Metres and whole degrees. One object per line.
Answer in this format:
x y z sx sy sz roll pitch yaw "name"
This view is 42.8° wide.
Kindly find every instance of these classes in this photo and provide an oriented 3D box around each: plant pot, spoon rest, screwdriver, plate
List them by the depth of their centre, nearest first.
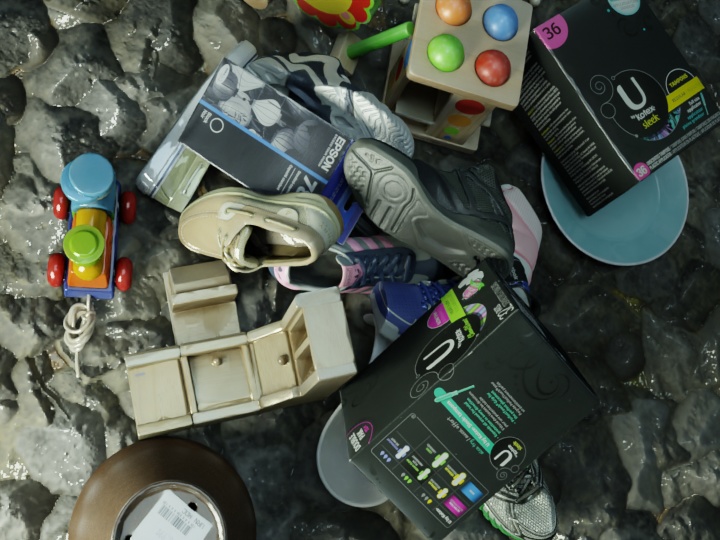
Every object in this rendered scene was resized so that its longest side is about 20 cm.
-0.172 0.236 0.814 0.183 0.200 0.191 3 75 -13 "plant pot"
0.010 0.142 0.957 0.097 0.061 0.204 12 73 -10 "spoon rest"
-0.046 -0.083 1.014 0.199 0.028 0.029 37 42 -6 "screwdriver"
0.305 -0.102 1.111 0.196 0.026 0.205 3 75 -12 "plate"

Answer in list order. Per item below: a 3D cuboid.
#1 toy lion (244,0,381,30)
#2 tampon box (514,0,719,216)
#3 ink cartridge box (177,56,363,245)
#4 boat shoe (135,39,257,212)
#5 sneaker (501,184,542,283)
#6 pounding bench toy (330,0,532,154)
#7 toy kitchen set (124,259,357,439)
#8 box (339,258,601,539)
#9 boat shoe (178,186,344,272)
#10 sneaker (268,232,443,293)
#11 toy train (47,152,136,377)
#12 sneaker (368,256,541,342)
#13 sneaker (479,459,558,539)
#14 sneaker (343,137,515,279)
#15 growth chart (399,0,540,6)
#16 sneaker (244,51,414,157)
-0.067 -0.346 0.981 0.189 0.201 0.069 20 65 32 "toy lion"
0.280 -0.197 1.049 0.149 0.126 0.202 -32 85 -20 "tampon box"
-0.077 -0.119 0.926 0.198 0.039 0.101 31 95 2 "ink cartridge box"
-0.165 -0.155 0.992 0.062 0.072 0.202 36 80 -16 "boat shoe"
0.116 -0.063 1.033 0.198 0.076 0.105 30 56 3 "sneaker"
0.070 -0.239 1.017 0.196 0.156 0.127 14 73 -10 "pounding bench toy"
-0.129 0.052 0.882 0.196 0.181 0.167 -10 77 -15 "toy kitchen set"
0.093 0.117 0.853 0.200 0.149 0.124 -43 105 9 "box"
-0.112 -0.035 0.906 0.065 0.196 0.073 -55 135 -42 "boat shoe"
0.000 0.000 0.970 0.195 0.082 0.072 0 107 -11 "sneaker"
-0.266 -0.006 0.895 0.083 0.116 0.205 3 75 -12 "toy train"
0.112 0.028 0.960 0.196 0.116 0.081 15 35 -28 "sneaker"
0.147 0.195 0.965 0.077 0.085 0.202 -28 85 -18 "sneaker"
0.074 -0.078 0.929 0.197 0.077 0.115 31 38 -7 "sneaker"
0.125 -0.383 1.141 0.196 0.018 0.148 -5 78 -15 "growth chart"
-0.021 -0.182 0.994 0.196 0.081 0.130 20 30 10 "sneaker"
